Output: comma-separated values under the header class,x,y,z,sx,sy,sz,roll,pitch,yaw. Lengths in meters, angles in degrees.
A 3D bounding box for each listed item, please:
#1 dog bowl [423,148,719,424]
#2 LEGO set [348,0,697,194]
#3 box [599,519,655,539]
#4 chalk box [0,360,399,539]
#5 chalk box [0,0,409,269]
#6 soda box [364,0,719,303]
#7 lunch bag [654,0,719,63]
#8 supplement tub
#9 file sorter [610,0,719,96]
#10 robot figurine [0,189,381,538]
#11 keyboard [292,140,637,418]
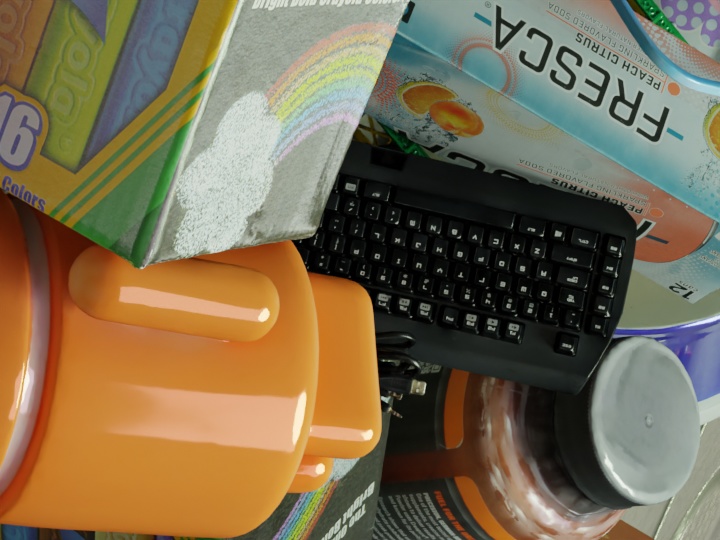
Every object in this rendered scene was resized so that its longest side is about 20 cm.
class,x,y,z,sx,sy,sz,roll,pitch,yaw
dog bowl,0.115,-0.020,1.295,0.200,0.200,0.079,-46,154,-35
LEGO set,0.037,-0.072,1.146,0.200,0.154,0.116,-51,-172,-30
box,0.058,0.163,1.399,0.107,0.200,0.152,-65,160,11
chalk box,-0.073,0.096,1.115,0.125,0.124,0.200,-45,155,-39
chalk box,-0.055,-0.120,0.876,0.124,0.124,0.200,-12,127,-63
soda box,0.074,-0.068,1.056,0.064,0.200,0.068,-38,-154,59
lunch bag,0.178,-0.153,1.265,0.127,0.169,0.200,64,40,-66
supplement tub,0.050,0.073,1.189,0.107,0.200,0.107,8,79,-43
file sorter,0.186,-0.170,1.030,0.139,0.123,0.200,6,135,-46
robot figurine,-0.093,0.032,0.928,0.200,0.144,0.117,8,103,-27
keyboard,0.000,0.000,1.020,0.040,0.200,0.104,89,13,-78
